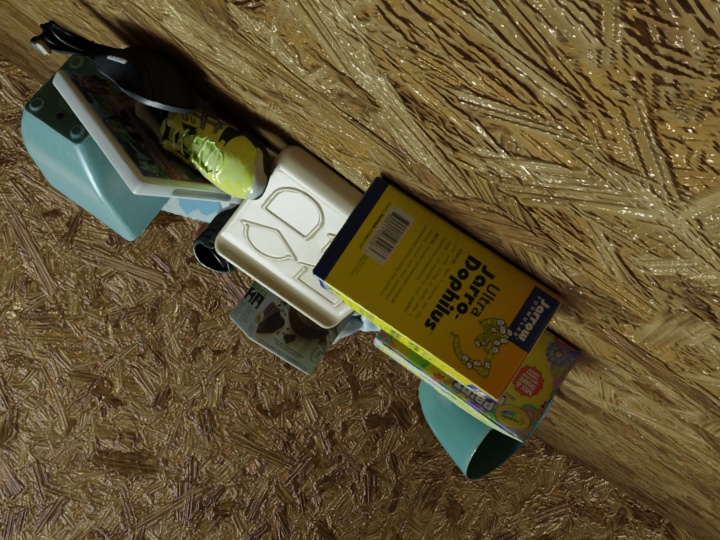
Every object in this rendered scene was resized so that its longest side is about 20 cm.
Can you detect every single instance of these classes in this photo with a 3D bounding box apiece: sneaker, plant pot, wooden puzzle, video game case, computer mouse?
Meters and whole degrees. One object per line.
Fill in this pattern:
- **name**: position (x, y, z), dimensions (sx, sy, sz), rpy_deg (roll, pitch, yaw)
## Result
- **sneaker**: position (-0.173, -0.134, 0.837), dimensions (0.076, 0.076, 0.200), rpy_deg (-9, -143, -47)
- **plant pot**: position (-0.381, -0.203, 1.151), dimensions (0.195, 0.197, 0.200), rpy_deg (33, 166, 16)
- **wooden puzzle**: position (-0.051, -0.036, 0.886), dimensions (0.185, 0.046, 0.200), rpy_deg (36, 136, -12)
- **video game case**: position (-0.232, -0.151, 0.895), dimensions (0.200, 0.023, 0.182), rpy_deg (50, -154, 25)
- **sneaker**: position (-0.131, -0.052, 0.961), dimensions (0.199, 0.099, 0.071), rpy_deg (-20, 120, 39)
- **plant pot**: position (0.194, 0.215, 1.281), dimensions (0.161, 0.201, 0.201), rpy_deg (44, 180, 31)
- **computer mouse**: position (-0.258, -0.222, 0.802), dimensions (0.140, 0.046, 0.200), rpy_deg (6, -157, -40)

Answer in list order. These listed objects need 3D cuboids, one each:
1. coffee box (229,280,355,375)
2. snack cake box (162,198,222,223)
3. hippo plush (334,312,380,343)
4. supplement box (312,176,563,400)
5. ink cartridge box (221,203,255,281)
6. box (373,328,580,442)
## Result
- **coffee box**: position (-0.061, 0.019, 1.014), dimensions (0.113, 0.201, 0.080), rpy_deg (37, 177, -38)
- **snack cake box**: position (-0.268, -0.126, 1.307), dimensions (0.199, 0.068, 0.115), rpy_deg (16, -169, 33)
- **hippo plush**: position (0.025, 0.094, 1.372), dimensions (0.160, 0.160, 0.200), rpy_deg (35, 174, 5)
- **supplement box**: position (0.068, 0.020, 0.724), dimensions (0.199, 0.110, 0.109), rpy_deg (34, 175, 6)
- **ink cartridge box**: position (-0.173, -0.100, 1.116), dimensions (0.160, 0.047, 0.201), rpy_deg (-125, 20, -48)
- **box**: position (0.129, 0.095, 0.938), dimensions (0.199, 0.122, 0.193), rpy_deg (35, 175, 4)
